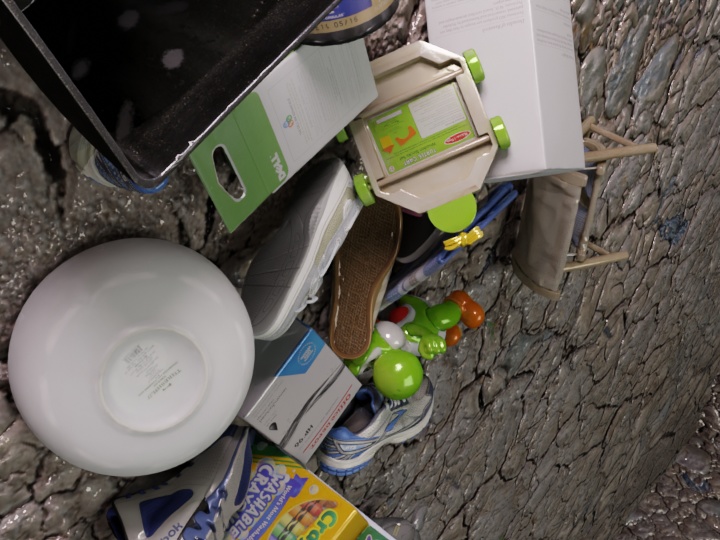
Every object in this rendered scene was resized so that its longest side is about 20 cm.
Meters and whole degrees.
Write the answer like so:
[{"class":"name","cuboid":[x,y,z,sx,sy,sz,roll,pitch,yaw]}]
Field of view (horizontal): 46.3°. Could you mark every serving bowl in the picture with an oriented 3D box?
[{"class":"serving bowl","cuboid":[-0.172,0.077,0.675,0.199,0.066,0.201,-6,104,-26]}]

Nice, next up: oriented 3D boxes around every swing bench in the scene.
[{"class":"swing bench","cuboid":[0.309,-0.095,1.237,0.200,0.130,0.200,-23,133,-37]}]

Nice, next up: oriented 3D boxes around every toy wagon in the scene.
[{"class":"toy wagon","cuboid":[0.064,-0.115,0.816,0.155,0.201,0.040,-22,178,10]}]

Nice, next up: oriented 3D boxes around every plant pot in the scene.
[{"class":"plant pot","cuboid":[-0.148,-0.204,0.468,0.200,0.177,0.200,-50,147,-18]}]

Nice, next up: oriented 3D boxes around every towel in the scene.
[{"class":"towel","cuboid":[0.090,-0.023,0.978,0.147,0.024,0.200,-43,-179,-27]}]

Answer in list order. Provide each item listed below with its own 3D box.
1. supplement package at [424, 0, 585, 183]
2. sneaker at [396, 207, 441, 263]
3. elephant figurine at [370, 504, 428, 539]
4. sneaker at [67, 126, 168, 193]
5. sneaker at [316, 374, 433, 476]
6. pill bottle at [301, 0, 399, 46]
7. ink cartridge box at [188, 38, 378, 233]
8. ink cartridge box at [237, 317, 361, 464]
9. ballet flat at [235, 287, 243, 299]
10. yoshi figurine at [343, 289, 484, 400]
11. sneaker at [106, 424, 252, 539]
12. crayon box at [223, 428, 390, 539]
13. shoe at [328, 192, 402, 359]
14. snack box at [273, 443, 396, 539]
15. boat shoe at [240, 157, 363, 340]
[{"class":"supplement package","cuboid":[0.151,-0.195,0.871,0.117,0.117,0.201,-10,95,-56]},{"class":"sneaker","cuboid":[0.062,-0.110,0.938,0.099,0.071,0.201,19,95,-53]},{"class":"elephant figurine","cuboid":[0.018,0.464,1.282,0.200,0.155,0.142,98,-6,-47]},{"class":"sneaker","cuboid":[-0.132,-0.145,0.621,0.077,0.085,0.201,17,99,-57]},{"class":"sneaker","cuboid":[0.026,0.181,1.088,0.200,0.077,0.085,-33,134,-37]},{"class":"pill bottle","cuboid":[-0.037,-0.280,0.625,0.112,0.112,0.200,-45,145,-24]},{"class":"ink cartridge box","cuboid":[-0.077,-0.140,0.724,0.200,0.059,0.104,-46,144,-22]},{"class":"ink cartridge box","cuboid":[-0.072,0.135,0.934,0.116,0.068,0.200,-53,147,-12]},{"class":"ballet flat","cuboid":[-0.145,0.049,0.776,0.200,0.071,0.071,-27,135,-42]},{"class":"yoshi figurine","cuboid":[0.070,0.101,1.045,0.200,0.112,0.113,-21,114,-40]},{"class":"sneaker","cuboid":[-0.186,0.233,0.845,0.200,0.115,0.081,-70,165,-49]},{"class":"crayon box","cuboid":[-0.083,0.277,0.903,0.126,0.200,0.052,-50,146,-17]},{"class":"shoe","cuboid":[0.000,0.000,0.951,0.053,0.070,0.201,-92,-165,-73]},{"class":"snack box","cuboid":[-0.039,0.309,0.990,0.053,0.200,0.143,-41,143,-26]},{"class":"boat shoe","cuboid":[-0.050,-0.015,0.799,0.065,0.074,0.202,46,50,-35]}]
